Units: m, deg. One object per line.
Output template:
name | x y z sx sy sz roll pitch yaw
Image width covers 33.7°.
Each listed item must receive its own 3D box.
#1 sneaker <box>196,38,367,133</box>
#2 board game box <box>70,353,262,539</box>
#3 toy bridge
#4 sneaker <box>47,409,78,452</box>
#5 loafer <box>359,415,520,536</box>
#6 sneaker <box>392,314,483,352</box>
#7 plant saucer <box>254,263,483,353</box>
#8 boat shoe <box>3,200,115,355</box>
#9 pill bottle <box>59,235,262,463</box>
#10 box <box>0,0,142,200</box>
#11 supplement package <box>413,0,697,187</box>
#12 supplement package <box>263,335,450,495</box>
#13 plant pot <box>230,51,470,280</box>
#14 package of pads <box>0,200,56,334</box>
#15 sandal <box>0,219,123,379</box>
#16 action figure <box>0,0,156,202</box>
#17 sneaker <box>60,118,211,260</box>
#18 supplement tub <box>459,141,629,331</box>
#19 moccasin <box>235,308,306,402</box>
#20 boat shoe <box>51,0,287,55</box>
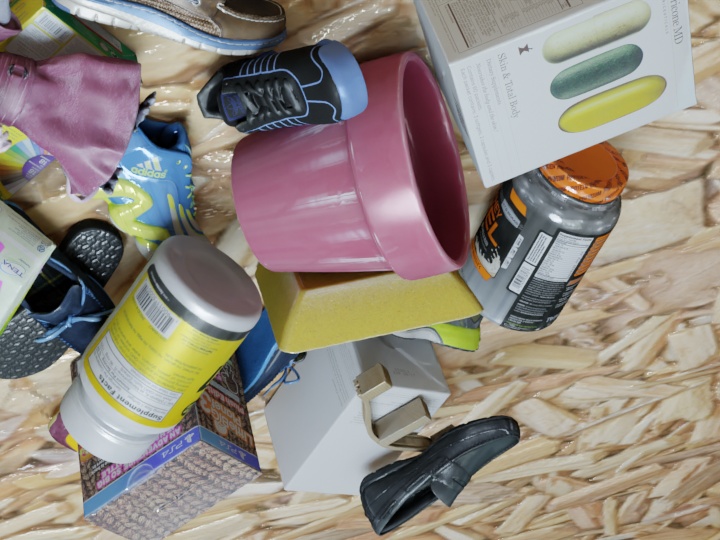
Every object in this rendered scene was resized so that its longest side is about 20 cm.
sneaker | -0.068 -0.143 0.974 0.077 0.199 0.071 -29 109 -22
board game box | -0.207 0.152 1.238 0.159 0.201 0.097 -34 137 19
toy bridge | 0.044 0.165 1.292 0.067 0.027 0.200 -31 141 13
sneaker | -0.262 0.210 1.364 0.198 0.091 0.075 18 128 -35
loafer | 0.092 0.226 1.307 0.199 0.071 0.068 -30 143 13
sneaker | 0.061 0.031 1.305 0.198 0.074 0.082 13 97 -40
plant saucer | 0.000 0.000 1.175 0.197 0.200 0.049 -11 114 -8
boat shoe | -0.296 0.026 1.118 0.084 0.069 0.200 -39 126 5
pill bottle | -0.188 0.076 1.100 0.114 0.115 0.200 22 118 -37
box | -0.295 -0.140 1.004 0.199 0.049 0.117 -37 136 16
supplement package | 0.162 -0.204 1.021 0.198 0.152 0.152 -21 139 3
supplement package | -0.009 0.152 1.371 0.120 0.121 0.201 11 131 -32
plant pot | -0.012 -0.079 1.079 0.177 0.202 0.201 -13 142 17
package of pads | -0.364 -0.009 1.025 0.154 0.068 0.200 38 140 -8
sandal | -0.306 0.029 1.190 0.075 0.048 0.201 32 106 -35
action figure | -0.267 -0.146 0.927 0.198 0.136 0.149 21 169 -21
sneaker | -0.178 -0.071 1.100 0.104 0.076 0.200 -33 136 16
supplement tub | 0.190 -0.043 1.230 0.121 0.123 0.201 4 134 -23
moccasin | -0.084 0.084 1.302 0.068 0.081 0.200 16 130 -39
boat shoe | -0.142 -0.225 0.948 0.198 0.072 0.073 4 125 -32
